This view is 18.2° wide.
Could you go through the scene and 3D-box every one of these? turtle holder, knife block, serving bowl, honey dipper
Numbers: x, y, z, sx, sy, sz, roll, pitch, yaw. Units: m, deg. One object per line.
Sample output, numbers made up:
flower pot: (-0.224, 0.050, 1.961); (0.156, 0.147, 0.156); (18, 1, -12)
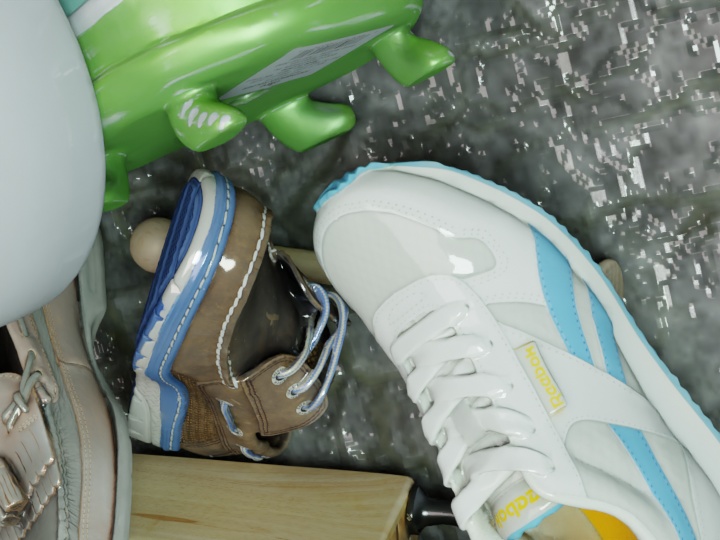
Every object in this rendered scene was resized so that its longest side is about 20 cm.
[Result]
turtle holder: (-0.061, -0.103, 0.823); (0.141, 0.186, 0.132); (-22, 87, -13)
knife block: (-0.012, 0.114, 0.872); (0.200, 0.175, 0.064); (33, 132, 55)
serving bowl: (-0.186, -0.056, 0.786); (0.200, 0.066, 0.200); (20, 129, 27)
honey dipper: (0.000, 0.000, 0.859); (0.200, 0.038, 0.038); (9, 106, 22)

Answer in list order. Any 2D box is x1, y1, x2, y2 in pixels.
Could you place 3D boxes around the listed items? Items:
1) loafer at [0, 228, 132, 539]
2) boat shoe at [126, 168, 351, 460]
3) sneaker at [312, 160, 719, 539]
loafer: (-0.132, 0.048, 0.858); (0.072, 0.063, 0.200); (-48, 37, 33)
boat shoe: (-0.041, 0.021, 0.827); (0.072, 0.200, 0.072); (17, 71, -1)
sneaker: (0.056, 0.046, 0.782); (0.200, 0.081, 0.077); (46, 132, -4)
